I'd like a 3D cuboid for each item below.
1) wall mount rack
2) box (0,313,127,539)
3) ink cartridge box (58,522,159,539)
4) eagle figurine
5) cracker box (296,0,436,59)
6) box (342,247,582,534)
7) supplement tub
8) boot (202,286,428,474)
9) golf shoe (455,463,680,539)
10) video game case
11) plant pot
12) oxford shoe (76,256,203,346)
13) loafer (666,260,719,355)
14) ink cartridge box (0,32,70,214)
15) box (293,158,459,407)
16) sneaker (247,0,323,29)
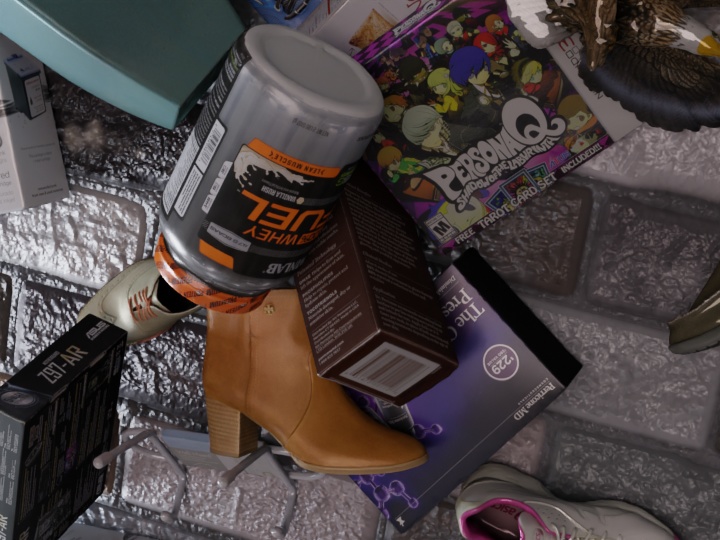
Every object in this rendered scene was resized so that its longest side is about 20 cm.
[{"bbox_3d":[-0.137,0.178,1.269,0.199,0.174,0.075,4,62,19],"label":"wall mount rack"},{"bbox_3d":[-0.277,0.161,1.287,0.043,0.160,0.201,23,125,14],"label":"box"},{"bbox_3d":[-0.218,0.330,1.365,0.199,0.084,0.147,9,103,18],"label":"ink cartridge box"},{"bbox_3d":[0.222,-0.186,1.071,0.152,0.199,0.152,-37,70,35],"label":"eagle figurine"},{"bbox_3d":[0.042,-0.189,1.163,0.134,0.058,0.200,37,113,-22],"label":"cracker box"},{"bbox_3d":[0.066,0.103,1.229,0.141,0.079,0.200,46,111,3],"label":"box"},{"bbox_3d":[-0.075,-0.072,1.093,0.122,0.122,0.201,35,120,10],"label":"supplement tub"},{"bbox_3d":[-0.039,0.086,1.187,0.200,0.071,0.145,4,96,18],"label":"boot"},{"bbox_3d":[0.170,0.226,1.208,0.199,0.091,0.076,14,103,15],"label":"golf shoe"},{"bbox_3d":[0.094,-0.132,1.147,0.199,0.036,0.181,-33,116,16],"label":"video game case"},{"bbox_3d":[-0.203,-0.221,1.207,0.200,0.141,0.142,40,77,-4],"label":"plant pot"},{"bbox_3d":[-0.185,0.020,1.300,0.199,0.074,0.071,-28,90,22],"label":"oxford shoe"},{"bbox_3d":[0.315,-0.007,1.130,0.200,0.075,0.070,-39,75,17],"label":"loafer"},{"bbox_3d":[-0.365,-0.149,1.326,0.145,0.086,0.201,-8,99,20],"label":"ink cartridge box"},{"bbox_3d":[0.000,0.000,1.164,0.075,0.100,0.201,-36,49,28],"label":"box"},{"bbox_3d":[-0.082,-0.247,1.204,0.200,0.089,0.079,45,111,0],"label":"sneaker"}]
